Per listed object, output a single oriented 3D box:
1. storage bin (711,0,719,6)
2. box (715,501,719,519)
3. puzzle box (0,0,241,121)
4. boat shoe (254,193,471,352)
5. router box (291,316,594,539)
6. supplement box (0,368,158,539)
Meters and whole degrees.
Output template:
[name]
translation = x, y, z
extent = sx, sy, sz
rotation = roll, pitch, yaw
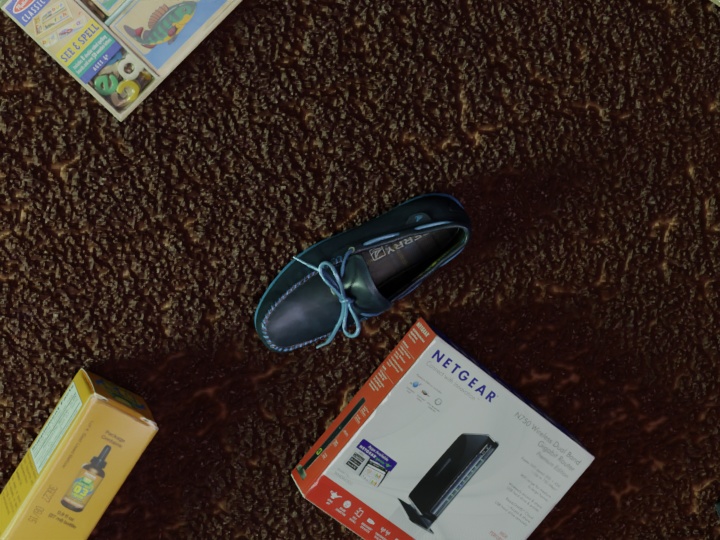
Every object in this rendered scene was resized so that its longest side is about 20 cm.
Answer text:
[storage bin]
translation = 0.394, -0.277, 1.670
extent = 0.198, 0.094, 0.200
rotation = 27, 100, -23
[box]
translation = 0.456, 0.252, 1.816
extent = 0.196, 0.200, 0.118
rotation = -27, 115, -6
[puzzle box]
translation = -0.163, -0.230, 1.562
extent = 0.200, 0.025, 0.133
rotation = -45, 114, 3
[boat shoe]
translation = 0.000, 0.000, 1.666
extent = 0.200, 0.069, 0.084
rotation = -38, 115, 0
[router box]
translation = 0.071, 0.169, 1.758
extent = 0.200, 0.049, 0.180
rotation = 37, 96, -24
[supplement box]
translation = -0.248, 0.183, 1.661
extent = 0.066, 0.069, 0.200
rotation = 30, 100, -24
